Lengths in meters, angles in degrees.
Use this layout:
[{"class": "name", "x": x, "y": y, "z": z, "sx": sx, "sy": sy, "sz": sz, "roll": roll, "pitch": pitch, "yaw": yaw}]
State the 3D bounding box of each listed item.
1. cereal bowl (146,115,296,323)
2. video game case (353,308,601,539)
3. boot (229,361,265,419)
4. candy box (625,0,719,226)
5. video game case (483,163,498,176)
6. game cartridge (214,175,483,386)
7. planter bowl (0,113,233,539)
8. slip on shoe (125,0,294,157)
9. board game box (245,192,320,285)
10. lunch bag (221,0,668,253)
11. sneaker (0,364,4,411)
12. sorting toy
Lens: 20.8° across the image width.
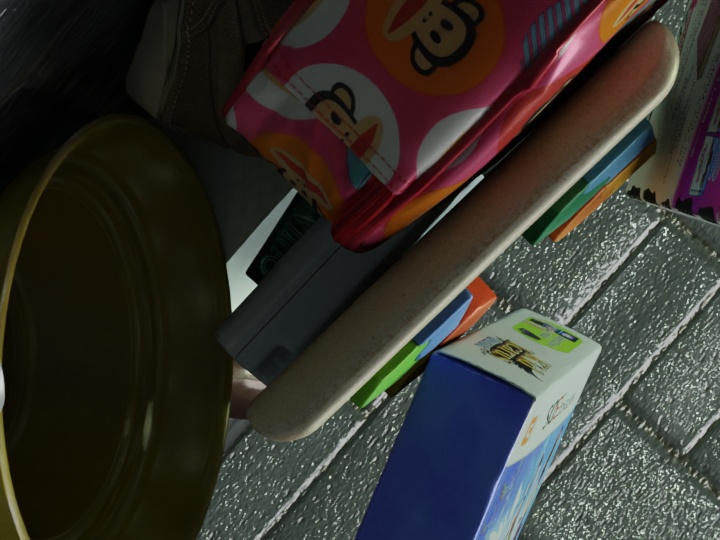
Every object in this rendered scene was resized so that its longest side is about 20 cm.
[{"class": "cereal bowl", "x": -0.068, "y": -0.041, "z": 0.962, "sx": 0.200, "sy": 0.083, "sz": 0.200, "roll": -49, "pitch": 176, "yaw": -5}, {"class": "video game case", "x": 0.030, "y": 0.120, "z": 0.794, "sx": 0.200, "sy": 0.045, "sz": 0.181, "roll": -68, "pitch": 167, "yaw": 9}, {"class": "boot", "x": -0.119, "y": 0.045, "z": 1.139, "sx": 0.166, "sy": 0.200, "sz": 0.073, "roll": 9, "pitch": 88, "yaw": -54}, {"class": "candy box", "x": 0.159, "y": -0.078, "z": 0.716, "sx": 0.200, "sy": 0.061, "sz": 0.137, "roll": -102, "pitch": -150, "yaw": -84}, {"class": "video game case", "x": 0.064, "y": -0.113, "z": 0.992, "sx": 0.182, "sy": 0.022, "sz": 0.200, "roll": -24, "pitch": -125, "yaw": 55}, {"class": "game cartridge", "x": 0.000, "y": 0.000, "z": 0.869, "sx": 0.133, "sy": 0.040, "sz": 0.200, "roll": -43, "pitch": 173, "yaw": -4}, {"class": "planter bowl", "x": -0.129, "y": 0.037, "z": 0.793, "sx": 0.200, "sy": 0.083, "sz": 0.201, "roll": 1, "pitch": 90, "yaw": -69}, {"class": "slip on shoe", "x": -0.038, "y": -0.113, "z": 0.728, "sx": 0.076, "sy": 0.061, "sz": 0.200, "roll": -45, "pitch": 169, "yaw": -38}, {"class": "board game box", "x": 0.031, "y": -0.080, "z": 0.876, "sx": 0.135, "sy": 0.028, "sz": 0.200, "roll": -42, "pitch": 172, "yaw": -45}, {"class": "lunch bag", "x": 0.059, "y": -0.104, "z": 0.651, "sx": 0.200, "sy": 0.082, "sz": 0.176, "roll": -45, "pitch": 177, "yaw": 27}, {"class": "sneaker", "x": -0.211, "y": 0.067, "z": 0.701, "sx": 0.115, "sy": 0.074, "sz": 0.200, "roll": -24, "pitch": 171, "yaw": -32}, {"class": "sorting toy", "x": 0.047, "y": -0.009, "z": 0.711, "sx": 0.185, "sy": 0.036, "sz": 0.200, "roll": -44, "pitch": 178, "yaw": 6}]
